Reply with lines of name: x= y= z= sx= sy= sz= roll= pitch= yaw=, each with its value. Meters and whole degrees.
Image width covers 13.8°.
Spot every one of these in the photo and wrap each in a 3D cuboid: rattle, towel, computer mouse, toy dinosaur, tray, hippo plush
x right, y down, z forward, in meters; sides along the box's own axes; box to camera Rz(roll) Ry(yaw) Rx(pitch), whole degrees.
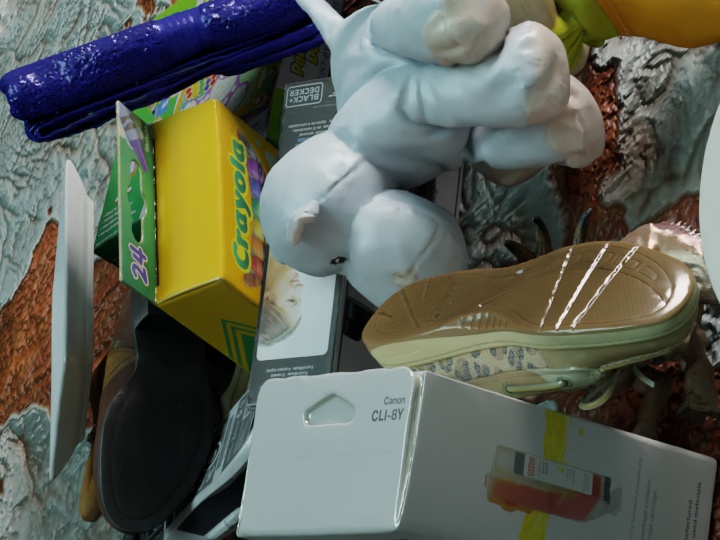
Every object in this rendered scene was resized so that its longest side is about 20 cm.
rattle: x=0.143 y=-0.199 z=1.674 sx=0.143 sy=0.130 sz=0.200 roll=-25 pitch=21 yaw=26
towel: x=-0.114 y=-0.123 z=1.786 sx=0.148 sy=0.199 sz=0.050 roll=150 pitch=101 yaw=-88
computer mouse: x=-0.087 y=0.140 z=1.762 sx=0.200 sy=0.044 sz=0.110 roll=-47 pitch=19 yaw=40
toy dinosaur: x=0.139 y=0.015 z=1.559 sx=0.200 sy=0.086 sz=0.136 roll=-29 pitch=45 yaw=38
tray: x=-0.185 y=0.030 z=1.915 sx=0.200 sy=0.022 sz=0.108 roll=-96 pitch=12 yaw=-49
hippo plush: x=0.016 y=-0.069 z=1.596 sx=0.161 sy=0.200 sz=0.159 roll=-58 pitch=-2 yaw=-18

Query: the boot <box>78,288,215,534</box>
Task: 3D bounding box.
boot: x=-0.151 y=0.106 z=1.825 sx=0.200 sy=0.068 sz=0.189 roll=127 pitch=148 yaw=-55

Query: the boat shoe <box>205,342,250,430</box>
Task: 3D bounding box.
boat shoe: x=-0.076 y=0.036 z=1.861 sx=0.075 sy=0.068 sz=0.200 roll=-53 pitch=36 yaw=29

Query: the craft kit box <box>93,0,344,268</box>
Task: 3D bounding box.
craft kit box: x=-0.088 y=-0.118 z=1.946 sx=0.200 sy=0.048 sz=0.198 roll=-31 pitch=36 yaw=44

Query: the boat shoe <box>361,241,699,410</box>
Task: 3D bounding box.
boat shoe: x=0.093 y=0.033 z=1.492 sx=0.200 sy=0.063 sz=0.073 roll=-5 pitch=35 yaw=44

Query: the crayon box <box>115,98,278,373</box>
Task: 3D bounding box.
crayon box: x=-0.066 y=-0.012 z=1.750 sx=0.051 sy=0.200 sz=0.126 roll=-20 pitch=55 yaw=26

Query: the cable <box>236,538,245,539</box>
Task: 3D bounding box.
cable: x=-0.030 y=0.171 z=1.654 sx=0.163 sy=0.051 sz=0.200 roll=-26 pitch=10 yaw=35

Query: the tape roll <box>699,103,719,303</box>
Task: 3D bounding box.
tape roll: x=0.270 y=-0.037 z=1.338 sx=0.202 sy=0.139 sz=0.203 roll=-31 pitch=50 yaw=45

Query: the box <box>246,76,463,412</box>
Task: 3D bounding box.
box: x=0.000 y=0.000 z=1.722 sx=0.060 sy=0.117 sz=0.201 roll=-6 pitch=67 yaw=33

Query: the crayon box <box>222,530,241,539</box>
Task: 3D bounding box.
crayon box: x=-0.078 y=0.260 z=1.773 sx=0.127 sy=0.051 sz=0.201 roll=-41 pitch=44 yaw=37

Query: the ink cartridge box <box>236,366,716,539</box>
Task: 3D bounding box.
ink cartridge box: x=0.058 y=0.116 z=1.512 sx=0.145 sy=0.200 sz=0.084 roll=-9 pitch=67 yaw=53
